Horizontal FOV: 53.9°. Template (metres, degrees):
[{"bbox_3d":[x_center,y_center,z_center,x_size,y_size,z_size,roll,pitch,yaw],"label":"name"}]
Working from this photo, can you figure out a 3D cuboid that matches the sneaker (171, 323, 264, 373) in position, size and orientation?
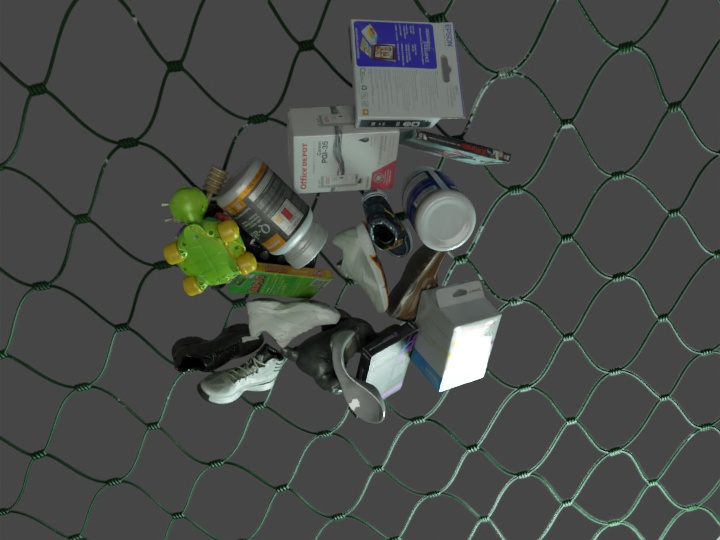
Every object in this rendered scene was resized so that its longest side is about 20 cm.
[{"bbox_3d":[-0.296,0.173,1.476,0.197,0.091,0.077,-16,114,-4],"label":"sneaker"}]

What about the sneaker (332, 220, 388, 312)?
[{"bbox_3d":[0.000,0.000,1.472,0.090,0.076,0.203,-16,108,6],"label":"sneaker"}]

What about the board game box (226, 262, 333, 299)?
[{"bbox_3d":[-0.161,0.022,1.407,0.197,0.030,0.095,4,151,-37],"label":"board game box"}]

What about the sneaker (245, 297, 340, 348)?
[{"bbox_3d":[-0.139,0.110,1.466,0.196,0.078,0.101,2,92,5],"label":"sneaker"}]

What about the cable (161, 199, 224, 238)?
[{"bbox_3d":[-0.279,-0.117,1.369,0.197,0.050,0.099,-19,110,-1],"label":"cable"}]

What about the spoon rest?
[{"bbox_3d":[-0.010,0.224,1.424,0.060,0.098,0.203,-34,110,-42],"label":"spoon rest"}]

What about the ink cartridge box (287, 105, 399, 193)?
[{"bbox_3d":[-0.035,-0.225,1.325,0.196,0.084,0.148,-5,141,-9],"label":"ink cartridge box"}]

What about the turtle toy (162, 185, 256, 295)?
[{"bbox_3d":[-0.281,-0.058,1.282,0.144,0.102,0.202,-20,125,4],"label":"turtle toy"}]

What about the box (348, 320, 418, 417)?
[{"bbox_3d":[0.048,0.212,1.518,0.142,0.036,0.202,-26,144,-36],"label":"box"}]

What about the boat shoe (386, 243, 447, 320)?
[{"bbox_3d":[0.130,0.022,1.503,0.071,0.076,0.201,23,115,-25],"label":"boat shoe"}]

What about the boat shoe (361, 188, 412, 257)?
[{"bbox_3d":[0.055,-0.065,1.403,0.070,0.092,0.201,-19,140,15],"label":"boat shoe"}]

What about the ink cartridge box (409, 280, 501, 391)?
[{"bbox_3d":[0.198,0.126,1.490,0.127,0.125,0.203,-13,130,-27],"label":"ink cartridge box"}]

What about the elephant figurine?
[{"bbox_3d":[-0.036,0.149,1.506,0.201,0.141,0.155,-51,155,5],"label":"elephant figurine"}]

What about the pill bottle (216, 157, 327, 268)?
[{"bbox_3d":[-0.161,-0.103,1.317,0.116,0.117,0.200,-42,111,10],"label":"pill bottle"}]

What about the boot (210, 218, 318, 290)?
[{"bbox_3d":[-0.193,-0.017,1.432,0.197,0.066,0.166,8,126,-25],"label":"boot"}]

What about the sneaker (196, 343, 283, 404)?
[{"bbox_3d":[-0.241,0.201,1.461,0.199,0.076,0.116,-8,137,-49],"label":"sneaker"}]

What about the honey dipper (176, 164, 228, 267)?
[{"bbox_3d":[-0.304,-0.100,1.335,0.038,0.038,0.202,23,98,-19],"label":"honey dipper"}]

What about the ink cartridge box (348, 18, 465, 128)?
[{"bbox_3d":[0.081,-0.354,1.276,0.196,0.043,0.202,-1,74,-7],"label":"ink cartridge box"}]

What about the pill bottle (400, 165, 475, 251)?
[{"bbox_3d":[0.142,-0.128,1.363,0.113,0.201,0.118,-3,116,-7],"label":"pill bottle"}]

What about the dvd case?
[{"bbox_3d":[0.169,-0.234,1.353,0.196,0.146,0.022,10,94,-16],"label":"dvd case"}]
